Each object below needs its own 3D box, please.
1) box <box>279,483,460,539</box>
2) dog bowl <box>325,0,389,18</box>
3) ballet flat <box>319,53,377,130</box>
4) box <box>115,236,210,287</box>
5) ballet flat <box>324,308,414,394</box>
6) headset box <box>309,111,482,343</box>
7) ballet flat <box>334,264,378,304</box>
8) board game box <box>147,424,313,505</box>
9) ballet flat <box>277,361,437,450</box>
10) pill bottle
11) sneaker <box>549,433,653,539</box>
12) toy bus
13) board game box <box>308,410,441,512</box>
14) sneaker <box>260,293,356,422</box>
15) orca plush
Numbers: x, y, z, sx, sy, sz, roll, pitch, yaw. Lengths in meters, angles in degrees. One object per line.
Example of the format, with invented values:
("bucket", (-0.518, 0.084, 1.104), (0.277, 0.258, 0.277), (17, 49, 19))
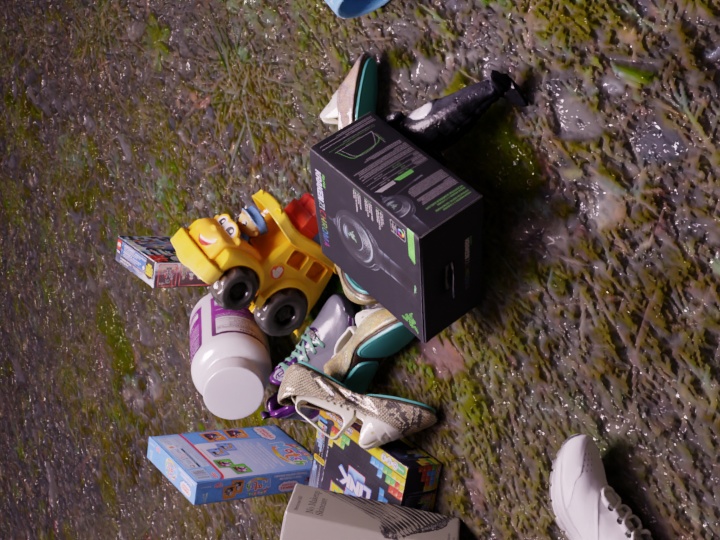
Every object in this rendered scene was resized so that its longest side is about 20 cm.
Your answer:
("box", (0.011, 0.308, 1.357), (0.082, 0.199, 0.069), (-70, -8, -74))
("dog bowl", (0.024, -0.370, 1.414), (0.200, 0.111, 0.050), (-38, 74, 49))
("ballet flat", (-0.018, -0.171, 1.497), (0.067, 0.068, 0.202), (3, 93, 22))
("box", (-0.233, -0.015, 1.710), (0.137, 0.199, 0.040), (28, 114, 51))
("ballet flat", (0.009, 0.088, 1.462), (0.200, 0.070, 0.071), (-54, 48, 44))
("headset box", (0.045, -0.043, 1.309), (0.200, 0.093, 0.175), (41, 153, 32))
("ballet flat", (0.000, 0.000, 1.463), (0.200, 0.070, 0.071), (-111, 36, -55))
("board game box", (-0.167, 0.260, 1.617), (0.151, 0.199, 0.037), (28, 114, 52))
("ballet flat", (-0.010, 0.173, 1.426), (0.199, 0.068, 0.076), (18, 65, 18))
("pill bottle", (-0.181, 0.118, 1.662), (0.200, 0.112, 0.113), (-106, 30, -61))
("sneaker", (0.242, 0.254, 1.145), (0.087, 0.074, 0.201), (-20, 81, 42))
("toy bus", (-0.115, -0.035, 1.550), (0.192, 0.200, 0.136), (-50, 44, 8))
("board game box", (0.009, 0.277, 1.485), (0.200, 0.056, 0.166), (27, 112, 53))
("sneaker", (-0.068, 0.121, 1.569), (0.074, 0.087, 0.201), (47, 128, 45))
("orca plush", (0.097, -0.145, 1.318), (0.199, 0.105, 0.072), (-19, 72, 30))
